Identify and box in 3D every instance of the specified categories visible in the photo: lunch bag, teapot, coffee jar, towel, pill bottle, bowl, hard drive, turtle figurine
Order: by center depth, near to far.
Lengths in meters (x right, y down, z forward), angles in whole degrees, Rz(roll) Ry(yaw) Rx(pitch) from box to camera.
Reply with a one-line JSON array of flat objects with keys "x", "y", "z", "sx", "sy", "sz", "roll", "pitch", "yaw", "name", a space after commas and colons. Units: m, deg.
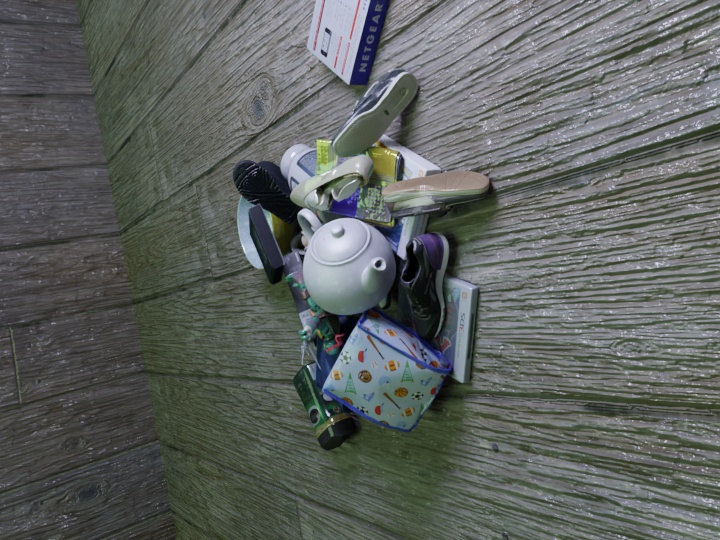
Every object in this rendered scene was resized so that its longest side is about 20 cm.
[{"x": -0.032, "y": -0.029, "z": 1.139, "sx": 0.201, "sy": 0.194, "sz": 0.148, "roll": -84, "pitch": -19, "yaw": -44, "name": "teapot"}, {"x": 0.053, "y": 0.194, "z": 1.152, "sx": 0.197, "sy": 0.124, "sz": 0.173, "roll": 30, "pitch": 114, "yaw": 4, "name": "lunch bag"}, {"x": -0.010, "y": -0.170, "z": 1.165, "sx": 0.196, "sy": 0.023, "sz": 0.148, "roll": 17, "pitch": 108, "yaw": 27, "name": "towel"}, {"x": -0.091, "y": 0.105, "z": 1.228, "sx": 0.150, "sy": 0.098, "sz": 0.204, "roll": 109, "pitch": 143, "yaw": -68, "name": "turtle figurine"}, {"x": -0.024, "y": 0.184, "z": 1.316, "sx": 0.131, "sy": 0.133, "sz": 0.206, "roll": 27, "pitch": 118, "yaw": 47, "name": "lunch bag"}, {"x": -0.090, "y": -0.196, "z": 1.324, "sx": 0.200, "sy": 0.117, "sz": 0.122, "roll": 43, "pitch": 131, "yaw": 40, "name": "pill bottle"}, {"x": -0.213, "y": -0.053, "z": 1.360, "sx": 0.143, "sy": 0.032, "sz": 0.200, "roll": 66, "pitch": 167, "yaw": 6, "name": "hard drive"}, {"x": -0.088, "y": 0.331, "z": 1.488, "sx": 0.105, "sy": 0.084, "sz": 0.203, "roll": -51, "pitch": 57, "yaw": 43, "name": "coffee jar"}, {"x": -0.225, "y": -0.113, "z": 1.544, "sx": 0.198, "sy": 0.106, "sz": 0.206, "roll": 20, "pitch": 115, "yaw": 49, "name": "bowl"}]

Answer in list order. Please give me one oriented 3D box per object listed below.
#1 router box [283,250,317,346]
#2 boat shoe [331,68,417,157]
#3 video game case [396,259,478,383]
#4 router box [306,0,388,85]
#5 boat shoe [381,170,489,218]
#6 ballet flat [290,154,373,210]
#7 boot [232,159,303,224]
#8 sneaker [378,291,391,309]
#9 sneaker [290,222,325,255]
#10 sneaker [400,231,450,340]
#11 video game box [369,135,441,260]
[{"x": -0.124, "y": 0.072, "z": 1.431, "sx": 0.158, "sy": 0.051, "sz": 0.204, "roll": 72, "pitch": 176, "yaw": -76, "name": "router box"}, {"x": 0.019, "y": -0.292, "z": 1.124, "sx": 0.200, "sy": 0.072, "sz": 0.068, "roll": -45, "pitch": 47, "yaw": 2, "name": "boat shoe"}, {"x": 0.140, "y": 0.092, "z": 1.160, "sx": 0.198, "sy": 0.023, "sz": 0.188, "roll": 24, "pitch": 118, "yaw": 50, "name": "video game case"}, {"x": -0.028, "y": -0.506, "z": 1.214, "sx": 0.180, "sy": 0.048, "sz": 0.203, "roll": 49, "pitch": 135, "yaw": 35, "name": "router box"}, {"x": 0.132, "y": -0.126, "z": 1.051, "sx": 0.195, "sy": 0.072, "sz": 0.066, "roll": -3, "pitch": 122, "yaw": 27, "name": "boat shoe"}, {"x": -0.058, "y": -0.152, "z": 1.140, "sx": 0.197, "sy": 0.069, "sz": 0.071, "roll": -25, "pitch": 79, "yaw": 32, "name": "ballet flat"}, {"x": -0.220, "y": -0.202, "z": 1.369, "sx": 0.077, "sy": 0.199, "sz": 0.169, "roll": -46, "pitch": 37, "yaw": 10, "name": "boot"}, {"x": 0.000, "y": 0.000, "z": 1.262, "sx": 0.075, "sy": 0.085, "sz": 0.203, "roll": 77, "pitch": 169, "yaw": -65, "name": "sneaker"}, {"x": -0.088, "y": -0.072, "z": 1.386, "sx": 0.198, "sy": 0.079, "sz": 0.079, "roll": -22, "pitch": 80, "yaw": 53, "name": "sneaker"}, {"x": 0.104, "y": 0.033, "z": 1.101, "sx": 0.075, "sy": 0.086, "sz": 0.206, "roll": 21, "pitch": 116, "yaw": 48, "name": "sneaker"}, {"x": 0.061, "y": -0.150, "z": 1.188, "sx": 0.199, "sy": 0.046, "sz": 0.186, "roll": 40, "pitch": 126, "yaw": 42, "name": "video game box"}]
